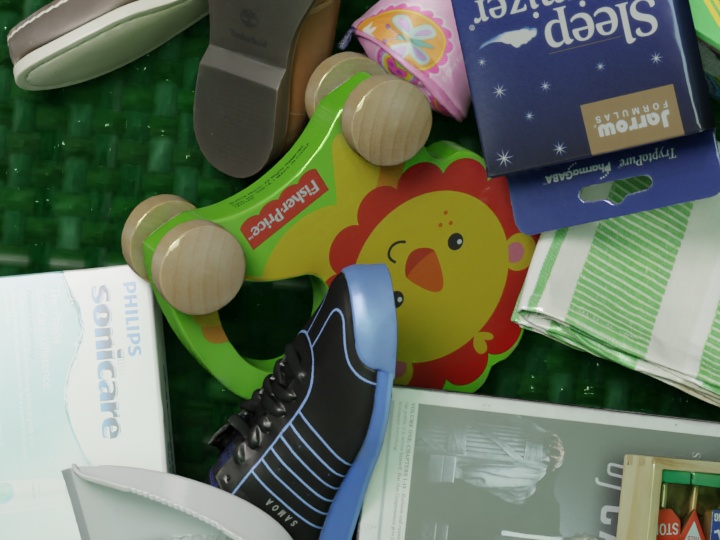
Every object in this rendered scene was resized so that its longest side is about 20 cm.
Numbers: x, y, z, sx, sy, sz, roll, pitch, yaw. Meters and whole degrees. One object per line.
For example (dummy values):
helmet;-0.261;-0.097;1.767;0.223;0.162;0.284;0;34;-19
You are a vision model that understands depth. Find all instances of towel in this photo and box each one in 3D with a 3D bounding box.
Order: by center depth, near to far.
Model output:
towel;0.194;-0.001;1.393;0.199;0.023;0.153;22;65;-3

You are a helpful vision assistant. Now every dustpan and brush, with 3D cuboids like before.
dustpan and brush;-0.049;0.163;1.295;0.198;0.057;0.140;-2;126;12

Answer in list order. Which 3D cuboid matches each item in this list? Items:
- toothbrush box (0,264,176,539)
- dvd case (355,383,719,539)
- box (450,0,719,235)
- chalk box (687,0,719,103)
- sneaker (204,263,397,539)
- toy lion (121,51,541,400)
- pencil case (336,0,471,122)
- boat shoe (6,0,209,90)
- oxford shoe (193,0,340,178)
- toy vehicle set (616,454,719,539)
toothbrush box;-0.200;0.080;1.379;0.198;0.085;0.148;-6;84;-1
dvd case;0.096;0.144;1.339;0.198;0.025;0.152;6;86;-1
box;0.110;-0.125;1.326;0.120;0.032;0.202;-12;93;24
chalk box;0.264;-0.127;1.383;0.199;0.125;0.124;32;87;1
sneaker;-0.035;0.085;1.319;0.077;0.070;0.201;6;117;-15
toy lion;0.000;0.000;1.366;0.200;0.069;0.192;-38;119;-11
pencil case;0.076;-0.176;1.406;0.087;0.087;0.200;37;87;2
boat shoe;-0.108;-0.164;1.409;0.199;0.072;0.060;-28;80;-7
oxford shoe;-0.039;-0.151;1.374;0.071;0.071;0.201;29;122;21
toy vehicle set;0.216;0.163;1.329;0.199;0.026;0.125;6;87;-31
